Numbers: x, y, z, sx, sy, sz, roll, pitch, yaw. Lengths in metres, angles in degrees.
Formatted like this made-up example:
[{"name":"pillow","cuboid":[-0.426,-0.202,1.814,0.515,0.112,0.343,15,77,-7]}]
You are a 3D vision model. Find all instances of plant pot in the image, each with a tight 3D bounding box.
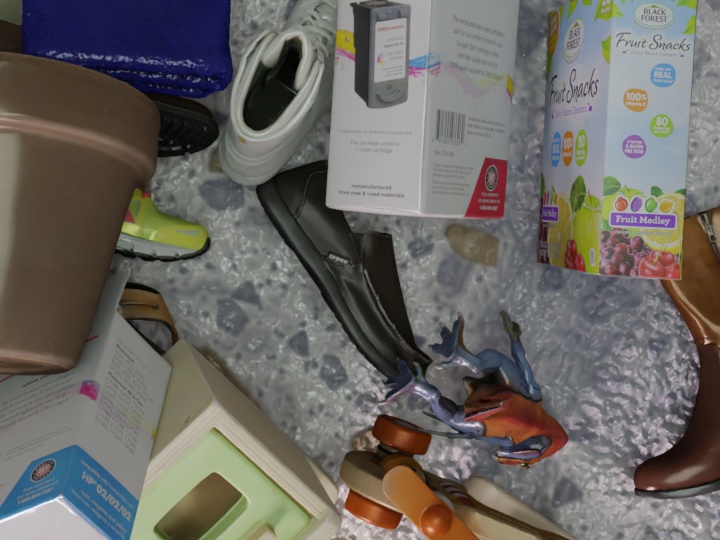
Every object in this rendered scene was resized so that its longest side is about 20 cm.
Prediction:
[{"name":"plant pot","cuboid":[-0.234,-0.027,0.837,0.198,0.200,0.177,4,78,-4]}]

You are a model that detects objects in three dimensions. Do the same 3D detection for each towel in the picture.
[{"name":"towel","cuboid":[-0.166,-0.211,0.937,0.146,0.050,0.202,2,58,-13]}]

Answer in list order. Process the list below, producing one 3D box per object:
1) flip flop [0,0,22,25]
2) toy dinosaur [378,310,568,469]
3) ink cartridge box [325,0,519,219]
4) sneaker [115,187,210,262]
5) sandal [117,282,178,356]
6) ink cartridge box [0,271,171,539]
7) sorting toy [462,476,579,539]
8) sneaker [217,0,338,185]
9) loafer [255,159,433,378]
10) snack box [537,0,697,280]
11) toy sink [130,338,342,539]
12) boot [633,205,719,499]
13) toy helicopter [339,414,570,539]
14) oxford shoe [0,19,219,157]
[{"name":"flip flop","cuboid":[-0.249,-0.194,0.978,0.198,0.058,0.082,-9,94,-3]},{"name":"toy dinosaur","cuboid":[0.100,0.114,0.964,0.181,0.200,0.105,36,105,-28]},{"name":"ink cartridge box","cuboid":[0.049,-0.140,0.952,0.085,0.147,0.202,4,92,30]},{"name":"sneaker","cuboid":[-0.202,-0.066,0.981,0.198,0.078,0.091,21,84,-7]},{"name":"sandal","cuboid":[-0.183,0.025,0.989,0.200,0.082,0.055,42,91,2]},{"name":"ink cartridge box","cuboid":[-0.198,0.106,0.878,0.114,0.201,0.068,-23,126,24]},{"name":"sorting toy","cuboid":[0.122,0.292,1.043,0.199,0.036,0.186,34,91,-5]},{"name":"sneaker","cuboid":[-0.033,-0.160,0.951,0.073,0.116,0.201,30,75,-2]},{"name":"loafer","cuboid":[0.000,0.000,0.998,0.071,0.073,0.201,-35,95,0]},{"name":"snack box","cuboid":[0.183,-0.099,0.959,0.067,0.169,0.202,3,92,-7]},{"name":"toy sink","cuboid":[-0.100,0.174,0.946,0.130,0.112,0.200,-42,121,-1]},{"name":"boot","cuboid":[0.267,0.061,1.025,0.187,0.068,0.202,-24,94,-2]},{"name":"toy helicopter","cuboid":[0.078,0.181,0.973,0.198,0.132,0.080,22,91,6]},{"name":"oxford shoe","cuboid":[-0.193,-0.138,0.942,0.198,0.073,0.085,16,60,-24]}]
